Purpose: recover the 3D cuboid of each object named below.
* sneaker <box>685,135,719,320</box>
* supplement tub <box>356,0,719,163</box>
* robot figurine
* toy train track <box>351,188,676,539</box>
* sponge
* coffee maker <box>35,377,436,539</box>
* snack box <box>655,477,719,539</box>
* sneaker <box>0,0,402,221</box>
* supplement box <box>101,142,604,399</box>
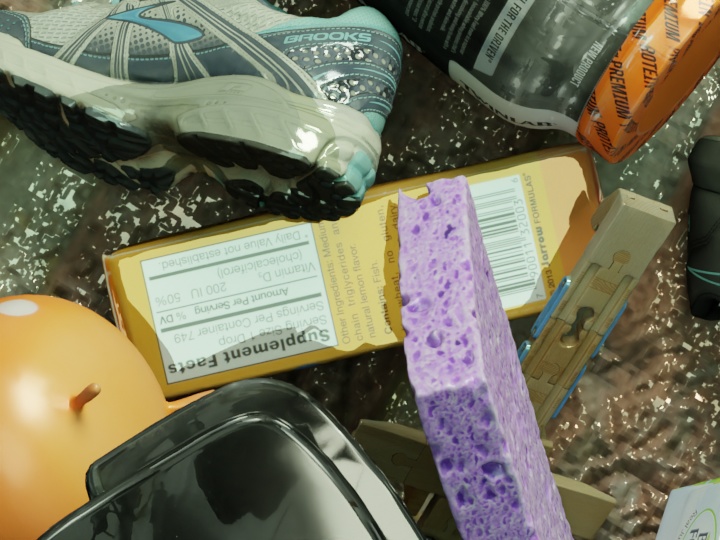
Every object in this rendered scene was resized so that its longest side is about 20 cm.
[{"bbox_3d":[0.203,0.006,0.882,0.075,0.200,0.080,8,100,-39],"label":"sneaker"},{"bbox_3d":[0.051,-0.140,0.880,0.200,0.123,0.123,41,89,12],"label":"supplement tub"},{"bbox_3d":[-0.151,0.080,0.859,0.199,0.117,0.144,-25,120,26],"label":"robot figurine"},{"bbox_3d":[0.064,0.044,0.899,0.114,0.033,0.201,18,124,-17],"label":"toy train track"},{"bbox_3d":[0.053,0.077,0.833,0.030,0.112,0.201,-13,127,8],"label":"sponge"},{"bbox_3d":[-0.034,0.125,0.804,0.134,0.200,0.193,30,64,11],"label":"coffee maker"},{"bbox_3d":[0.149,0.194,0.812,0.142,0.053,0.201,30,67,-17],"label":"snack box"},{"bbox_3d":[-0.069,-0.080,0.905,0.199,0.078,0.087,15,68,27],"label":"sneaker"},{"bbox_3d":[0.000,0.000,0.921,0.199,0.067,0.069,-11,92,0],"label":"supplement box"}]
